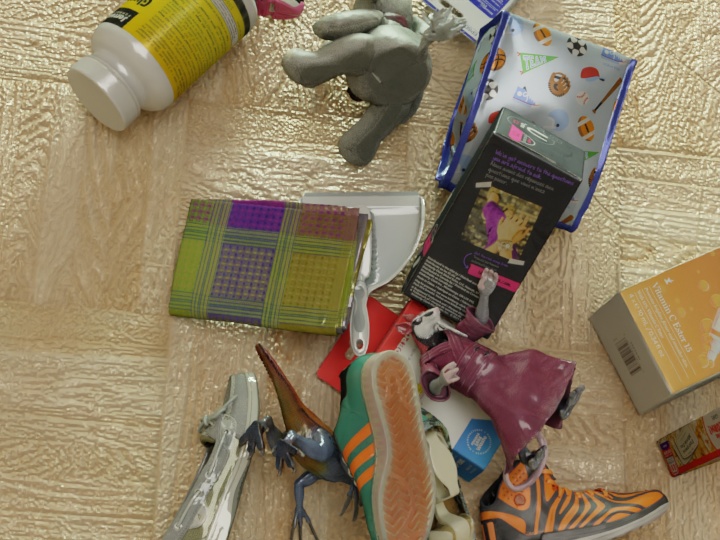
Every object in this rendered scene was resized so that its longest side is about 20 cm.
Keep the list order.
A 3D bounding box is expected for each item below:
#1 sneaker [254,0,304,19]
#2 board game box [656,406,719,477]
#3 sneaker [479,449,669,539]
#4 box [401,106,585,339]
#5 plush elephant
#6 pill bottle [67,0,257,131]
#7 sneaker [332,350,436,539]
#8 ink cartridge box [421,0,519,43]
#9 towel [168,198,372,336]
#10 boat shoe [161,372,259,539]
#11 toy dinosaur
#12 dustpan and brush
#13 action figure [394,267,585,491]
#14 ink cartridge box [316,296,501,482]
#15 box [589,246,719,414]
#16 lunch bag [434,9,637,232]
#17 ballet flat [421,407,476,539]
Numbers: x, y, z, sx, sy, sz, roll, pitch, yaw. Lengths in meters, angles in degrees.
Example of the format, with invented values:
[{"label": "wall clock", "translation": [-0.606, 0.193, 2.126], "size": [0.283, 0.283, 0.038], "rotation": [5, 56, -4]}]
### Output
[{"label": "sneaker", "translation": [-0.140, -0.359, 1.623], "size": [0.200, 0.074, 0.088], "rotation": [31, 74, 5]}, {"label": "board game box", "translation": [0.416, 0.153, 1.495], "size": [0.151, 0.200, 0.046], "rotation": [-17, 75, -16]}, {"label": "sneaker", "translation": [0.217, 0.233, 1.493], "size": [0.199, 0.078, 0.112], "rotation": [-15, 76, -16]}, {"label": "box", "translation": [0.139, -0.051, 1.498], "size": [0.106, 0.122, 0.200], "rotation": [29, 111, -1]}, {"label": "plush elephant", "translation": [0.013, -0.251, 1.587], "size": [0.200, 0.155, 0.165], "rotation": [-37, 125, 11]}, {"label": "pill bottle", "translation": [-0.214, -0.245, 1.549], "size": [0.112, 0.112, 0.200], "rotation": [42, 68, 4]}, {"label": "sneaker", "translation": [0.019, 0.180, 1.382], "size": [0.071, 0.080, 0.201], "rotation": [2, 78, -36]}, {"label": "ink cartridge box", "translation": [0.151, -0.352, 1.699], "size": [0.099, 0.039, 0.200], "rotation": [41, 67, 4]}, {"label": "towel", "translation": [-0.095, -0.005, 1.508], "size": [0.199, 0.023, 0.144], "rotation": [5, 68, 13]}, {"label": "boat shoe", "translation": [-0.147, 0.194, 1.437], "size": [0.065, 0.074, 0.203], "rotation": [17, 76, -10]}, {"label": "toy dinosaur", "translation": [-0.023, 0.183, 1.426], "size": [0.181, 0.105, 0.201], "rotation": [13, 82, -48]}, {"label": "dustpan and brush", "translation": [0.000, 0.000, 1.524], "size": [0.139, 0.057, 0.201], "rotation": [-1, 71, 2]}, {"label": "action figure", "translation": [0.122, 0.100, 1.448], "size": [0.200, 0.149, 0.134], "rotation": [32, 60, 21]}, {"label": "ink cartridge box", "translation": [0.067, 0.114, 1.508], "size": [0.200, 0.067, 0.116], "rotation": [34, 68, 2]}, {"label": "box", "translation": [0.374, 0.055, 1.575], "size": [0.199, 0.098, 0.125], "rotation": [-23, 77, -18]}, {"label": "lunch bag", "translation": [0.187, -0.158, 1.593], "size": [0.169, 0.124, 0.201], "rotation": [17, 83, -7]}, {"label": "ballet flat", "translation": [0.078, 0.233, 1.432], "size": [0.074, 0.074, 0.201], "rotation": [-23, 102, -18]}]
